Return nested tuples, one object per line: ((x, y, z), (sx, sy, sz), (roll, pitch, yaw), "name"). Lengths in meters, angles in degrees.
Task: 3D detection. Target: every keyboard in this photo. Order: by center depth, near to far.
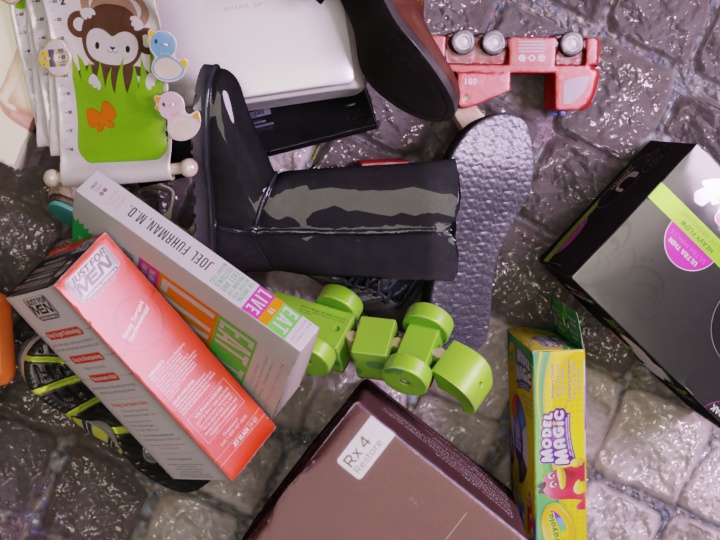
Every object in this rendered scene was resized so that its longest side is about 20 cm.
((-0.083, -0.100, 1.115), (0.199, 0.021, 0.128), (-14, 61, -4), "keyboard")

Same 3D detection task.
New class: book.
((-0.127, 0.019, 1.039), (0.200, 0.134, 0.048), (35, 62, 7), "book")

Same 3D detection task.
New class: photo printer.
((-0.091, -0.228, 1.092), (0.166, 0.069, 0.201), (-8, 89, -1), "photo printer")

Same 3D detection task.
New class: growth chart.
((-0.195, -0.154, 1.005), (0.144, 0.018, 0.201), (-12, 99, 21), "growth chart")

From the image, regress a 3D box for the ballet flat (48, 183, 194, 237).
((-0.156, -0.031, 1.126), (0.200, 0.068, 0.067), (33, 65, -9), "ballet flat")

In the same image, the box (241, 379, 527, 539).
((0.014, 0.205, 1.087), (0.164, 0.200, 0.166), (39, 93, 1), "box")

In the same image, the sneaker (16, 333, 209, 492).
((-0.194, 0.109, 1.136), (0.200, 0.076, 0.076), (43, 79, -26), "sneaker")

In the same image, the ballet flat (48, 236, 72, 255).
((-0.175, 0.045, 1.138), (0.200, 0.046, 0.067), (42, 92, -8), "ballet flat")

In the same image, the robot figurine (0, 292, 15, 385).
((-0.354, 0.059, 1.091), (0.116, 0.143, 0.201), (-14, 100, -43), "robot figurine")

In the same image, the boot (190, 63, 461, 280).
((-0.023, -0.071, 1.039), (0.199, 0.066, 0.166), (3, 113, 4), "boot")

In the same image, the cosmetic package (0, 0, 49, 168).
((-0.260, -0.188, 1.077), (0.087, 0.103, 0.201), (24, 95, -6), "cosmetic package")

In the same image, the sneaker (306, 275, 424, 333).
((0.000, 0.000, 1.130), (0.199, 0.081, 0.074), (26, 94, -7), "sneaker")

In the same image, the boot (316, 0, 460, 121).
((0.051, -0.239, 1.090), (0.188, 0.068, 0.200), (46, 53, -11), "boot")

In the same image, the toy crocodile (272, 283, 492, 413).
((0.007, 0.061, 1.088), (0.199, 0.062, 0.068), (12, 54, 18), "toy crocodile")

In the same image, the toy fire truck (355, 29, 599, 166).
((0.098, -0.126, 1.140), (0.199, 0.049, 0.142), (0, 97, -6), "toy fire truck")

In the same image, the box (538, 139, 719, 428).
((0.275, 0.012, 1.134), (0.200, 0.124, 0.149), (43, 91, -9), "box")

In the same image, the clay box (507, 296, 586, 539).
((0.152, 0.127, 1.141), (0.047, 0.115, 0.201), (-3, 96, -4), "clay box")

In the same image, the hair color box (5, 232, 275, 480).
((-0.165, 0.070, 1.045), (0.200, 0.101, 0.061), (51, 60, -19), "hair color box")

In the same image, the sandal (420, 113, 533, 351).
((0.083, -0.032, 1.112), (0.076, 0.043, 0.201), (11, 100, -20), "sandal")
